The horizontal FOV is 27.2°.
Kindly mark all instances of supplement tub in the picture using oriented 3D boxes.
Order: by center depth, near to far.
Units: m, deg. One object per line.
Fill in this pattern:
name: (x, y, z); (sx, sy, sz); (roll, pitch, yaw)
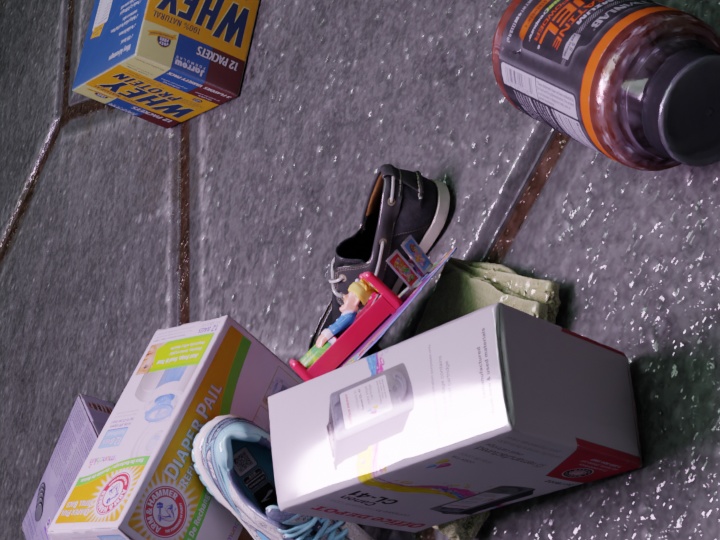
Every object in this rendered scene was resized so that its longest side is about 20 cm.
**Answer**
supplement tub: (0.176, -0.131, 0.996); (0.108, 0.106, 0.200); (-66, 30, 9)

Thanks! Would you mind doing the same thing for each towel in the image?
towel: (0.077, 0.092, 1.109); (0.148, 0.036, 0.201); (20, 90, 61)

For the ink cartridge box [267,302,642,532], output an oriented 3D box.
ink cartridge box: (0.060, 0.104, 0.971); (0.199, 0.147, 0.086); (-26, 60, 37)

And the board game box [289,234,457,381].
board game box: (-0.011, 0.042, 1.136); (0.158, 0.039, 0.200); (-43, 2, 40)

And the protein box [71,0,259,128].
protein box: (-0.225, -0.300, 1.761); (0.198, 0.134, 0.202); (-12, 63, 57)

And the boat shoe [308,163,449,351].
boat shoe: (0.000, 0.000, 1.267); (0.201, 0.067, 0.072); (-60, 31, 22)

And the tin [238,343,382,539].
tin: (-0.046, 0.140, 1.221); (0.200, 0.042, 0.112); (-50, 24, -6)

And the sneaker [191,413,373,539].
sneaker: (-0.048, 0.190, 1.108); (0.078, 0.200, 0.086); (-47, 3, -17)

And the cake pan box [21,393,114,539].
cake pan box: (-0.312, 0.264, 1.669); (0.185, 0.052, 0.200); (-67, 29, 12)

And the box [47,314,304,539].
box: (-0.144, 0.151, 1.197); (0.112, 0.101, 0.201); (-12, 43, 48)
